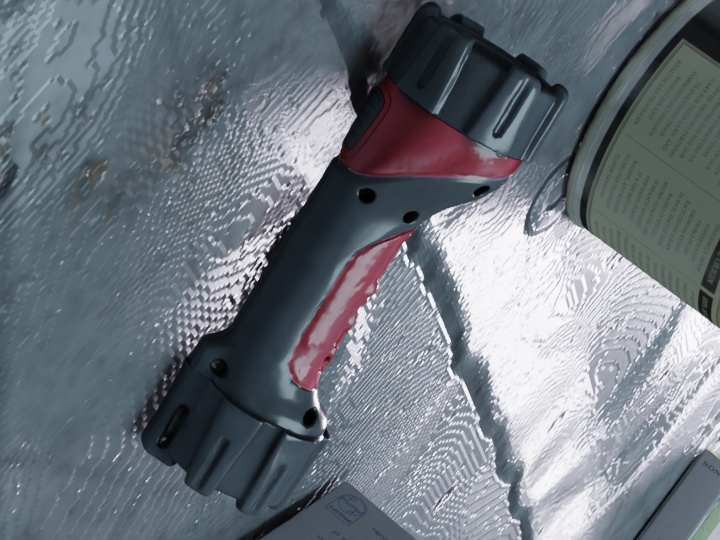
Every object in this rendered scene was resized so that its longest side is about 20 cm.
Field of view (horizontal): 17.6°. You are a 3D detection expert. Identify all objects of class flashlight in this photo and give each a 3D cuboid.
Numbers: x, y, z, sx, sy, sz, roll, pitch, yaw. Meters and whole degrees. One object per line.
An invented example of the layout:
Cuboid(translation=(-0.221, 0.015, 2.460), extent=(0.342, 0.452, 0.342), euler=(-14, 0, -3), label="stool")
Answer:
Cuboid(translation=(0.000, 0.000, 0.876), extent=(0.068, 0.068, 0.201), euler=(7, 117, -60), label="flashlight")

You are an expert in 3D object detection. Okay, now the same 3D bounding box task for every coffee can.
Cuboid(translation=(0.218, -0.026, 1.098), extent=(0.146, 0.200, 0.147), euler=(-43, 157, -23), label="coffee can")

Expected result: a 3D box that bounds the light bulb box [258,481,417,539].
Cuboid(translation=(-0.051, 0.238, 1.060), extent=(0.200, 0.125, 0.199), euler=(-29, 149, -47), label="light bulb box")

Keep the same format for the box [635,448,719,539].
Cuboid(translation=(0.247, 0.212, 1.754), extent=(0.145, 0.036, 0.200), euler=(-54, 160, 2), label="box")
